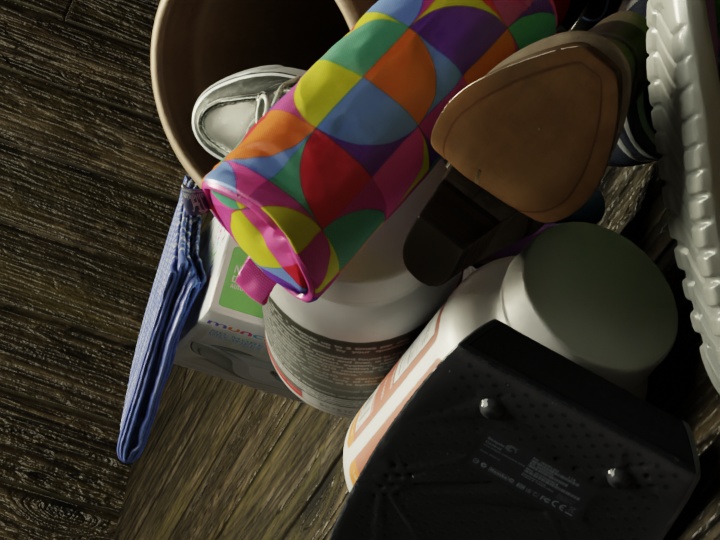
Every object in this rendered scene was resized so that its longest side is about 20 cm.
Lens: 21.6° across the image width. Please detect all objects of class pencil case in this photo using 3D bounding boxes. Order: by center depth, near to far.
[{"bbox_3d":[0.008,-0.075,0.914,0.200,0.088,0.088,-46,4,-16],"label":"pencil case"}]

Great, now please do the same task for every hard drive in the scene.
[{"bbox_3d":[0.069,0.110,0.898,0.042,0.135,0.200,-61,-1,-43],"label":"hard drive"}]

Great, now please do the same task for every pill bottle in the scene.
[{"bbox_3d":[0.077,0.064,0.966,0.200,0.112,0.112,126,160,-49],"label":"pill bottle"},{"bbox_3d":[0.000,0.000,1.037,0.200,0.114,0.114,91,-168,-68],"label":"pill bottle"}]

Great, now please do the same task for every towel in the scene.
[{"bbox_3d":[-0.130,0.028,1.265,0.200,0.024,0.145,-97,25,-70],"label":"towel"}]

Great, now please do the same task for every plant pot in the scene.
[{"bbox_3d":[-0.015,-0.142,1.305,0.174,0.200,0.200,-18,-38,-48],"label":"plant pot"}]

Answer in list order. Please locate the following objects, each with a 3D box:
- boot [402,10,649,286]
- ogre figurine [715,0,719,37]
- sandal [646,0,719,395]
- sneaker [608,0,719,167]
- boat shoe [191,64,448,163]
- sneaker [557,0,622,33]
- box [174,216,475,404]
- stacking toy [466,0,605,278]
[{"bbox_3d":[0.092,-0.074,0.850,0.146,0.070,0.200,-44,-2,-37],"label":"boot"},{"bbox_3d":[0.183,-0.129,0.804,0.098,0.200,0.120,-29,-19,-21],"label":"ogre figurine"},{"bbox_3d":[0.155,-0.041,0.784,0.082,0.050,0.203,-110,8,-71],"label":"sandal"},{"bbox_3d":[0.172,-0.146,0.959,0.108,0.070,0.200,-147,74,-78],"label":"sneaker"},{"bbox_3d":[-0.041,-0.083,1.184,0.068,0.199,0.074,-19,-62,-49],"label":"boat shoe"},{"bbox_3d":[0.125,-0.122,1.129,0.200,0.078,0.070,119,164,-44],"label":"sneaker"},{"bbox_3d":[-0.010,0.028,1.239,0.176,0.200,0.097,143,143,-70],"label":"box"},{"bbox_3d":[0.096,-0.081,1.039,0.085,0.085,0.201,161,107,-77],"label":"stacking toy"}]
